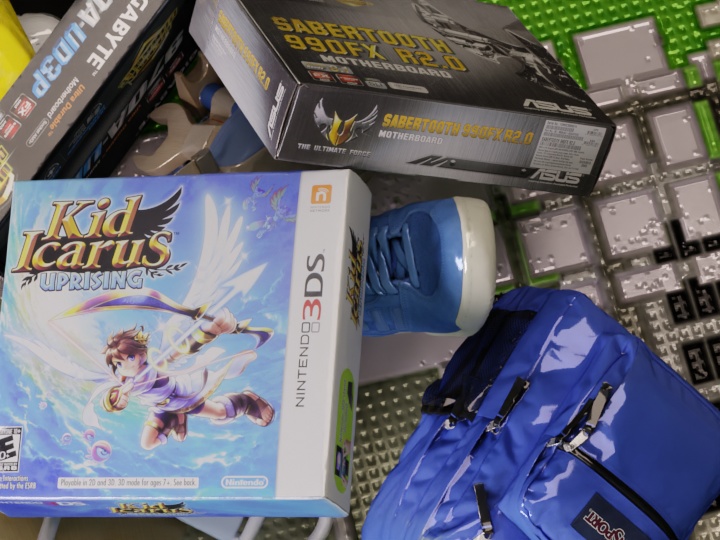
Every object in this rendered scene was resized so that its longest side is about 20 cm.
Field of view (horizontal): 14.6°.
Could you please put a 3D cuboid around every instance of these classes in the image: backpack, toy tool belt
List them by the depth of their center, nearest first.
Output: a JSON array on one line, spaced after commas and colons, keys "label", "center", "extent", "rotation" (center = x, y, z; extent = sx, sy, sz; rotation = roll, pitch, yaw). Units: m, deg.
[{"label": "backpack", "center": [0.101, 0.127, 1.555], "extent": [0.162, 0.168, 0.200], "rotation": [39, 79, -14]}, {"label": "toy tool belt", "center": [-0.069, -0.073, 1.695], "extent": [0.200, 0.125, 0.123], "rotation": [-38, 34, -16]}]

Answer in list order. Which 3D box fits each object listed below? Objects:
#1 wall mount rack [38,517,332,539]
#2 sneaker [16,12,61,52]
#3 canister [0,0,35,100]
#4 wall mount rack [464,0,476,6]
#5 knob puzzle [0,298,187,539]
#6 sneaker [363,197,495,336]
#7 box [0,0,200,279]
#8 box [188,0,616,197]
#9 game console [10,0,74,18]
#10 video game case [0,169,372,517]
[{"label": "wall mount rack", "center": [-0.107, 0.129, 1.582], "extent": [0.199, 0.075, 0.174], "rotation": [29, 78, -14]}, {"label": "sneaker", "center": [-0.242, -0.073, 1.678], "extent": [0.200, 0.087, 0.075], "rotation": [-44, 108, 2]}, {"label": "canister", "center": [-0.284, -0.156, 1.661], "extent": [0.148, 0.087, 0.200], "rotation": [-33, 47, 2]}, {"label": "wall mount rack", "center": [-0.006, -0.231, 1.692], "extent": [0.199, 0.174, 0.075], "rotation": [18, 58, 30]}, {"label": "knob puzzle", "center": [-0.180, 0.111, 1.620], "extent": [0.219, 0.030, 0.221], "rotation": [17, 52, -24]}, {"label": "sneaker", "center": [0.000, 0.001, 1.572], "extent": [0.111, 0.200, 0.077], "rotation": [0, 86, -16]}, {"label": "box", "center": [-0.168, -0.090, 1.647], "extent": [0.046, 0.159, 0.200], "rotation": [35, 84, 7]}, {"label": "box", "center": [0.022, -0.108, 1.566], "extent": [0.199, 0.049, 0.159], "rotation": [7, 28, -26]}, {"label": "game console", "center": [-0.236, -0.167, 1.771], "extent": [0.176, 0.031, 0.201], "rotation": [-10, 69, -6]}, {"label": "video game case", "center": [-0.099, 0.039, 1.506], "extent": [0.199, 0.045, 0.182], "rotation": [-2, 71, 17]}]
